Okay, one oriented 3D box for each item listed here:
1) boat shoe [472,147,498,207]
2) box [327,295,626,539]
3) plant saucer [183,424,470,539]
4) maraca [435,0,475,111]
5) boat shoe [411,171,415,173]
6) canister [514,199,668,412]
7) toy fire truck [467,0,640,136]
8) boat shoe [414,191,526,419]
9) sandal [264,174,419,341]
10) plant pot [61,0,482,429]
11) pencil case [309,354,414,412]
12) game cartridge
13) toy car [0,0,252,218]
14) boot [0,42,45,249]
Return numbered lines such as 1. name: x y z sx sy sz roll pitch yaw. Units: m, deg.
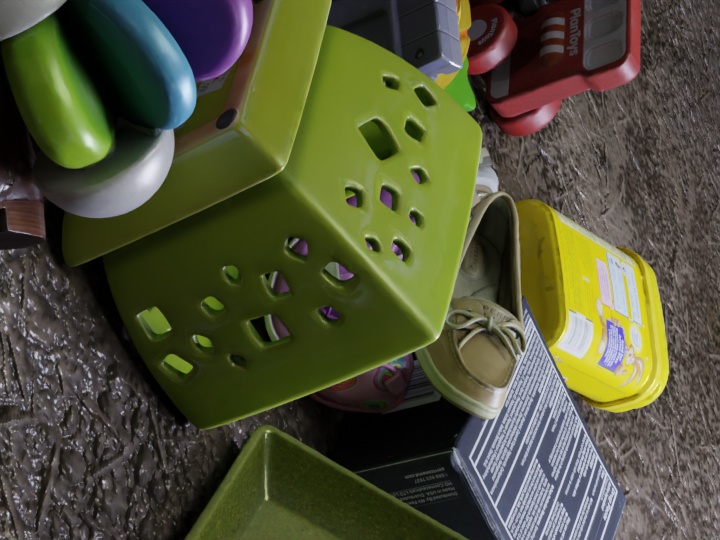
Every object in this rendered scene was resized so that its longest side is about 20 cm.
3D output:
1. boat shoe: 0.069 -0.051 1.636 0.200 0.075 0.069 -25 92 -63
2. box: 0.085 0.162 1.497 0.199 0.123 0.200 61 31 -21
3. plant saucer: -0.018 0.211 1.276 0.199 0.048 0.200 30 34 2
4. maraca: 0.040 -0.188 1.618 0.200 0.107 0.137 56 35 -32
5. boat shoe: 0.012 -0.120 1.436 0.066 0.199 0.075 -23 114 -30
6. canister: 0.186 0.031 1.800 0.200 0.086 0.149 26 53 -53
7. toy fire truck: 0.175 -0.223 1.823 0.112 0.168 0.200 50 36 -39
8. boat shoe: 0.084 0.021 1.426 0.073 0.063 0.201 29 33 -13
9. sandal: -0.002 -0.021 1.402 0.082 0.050 0.203 30 57 5
10. plant pot: -0.062 -0.049 1.268 0.182 0.199 0.200 47 37 -31
11. pencil case: 0.000 0.000 1.468 0.087 0.087 0.201 43 41 -45
12. game cartridge: -0.023 -0.164 1.388 0.038 0.200 0.130 14 62 -49
13. toy car: -0.129 -0.142 1.123 0.200 0.150 0.175 -85 156 -51
14. boot: -0.235 -0.121 1.114 0.186 0.064 0.201 28 54 -71
